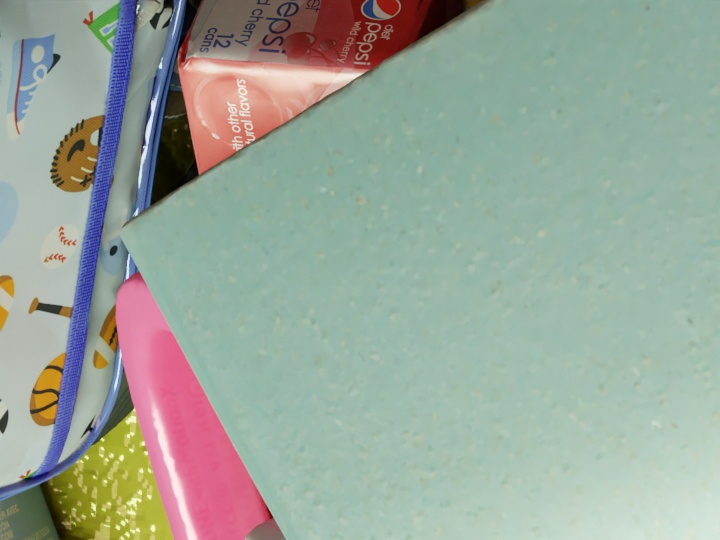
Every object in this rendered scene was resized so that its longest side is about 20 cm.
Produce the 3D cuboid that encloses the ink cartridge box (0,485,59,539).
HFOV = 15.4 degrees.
[{"bbox_3d":[-0.177,0.115,0.943,0.136,0.076,0.201,-19,93,21],"label":"ink cartridge box"}]

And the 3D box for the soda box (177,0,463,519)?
[{"bbox_3d":[0.000,0.000,0.792,0.070,0.064,0.201,5,132,16],"label":"soda box"}]

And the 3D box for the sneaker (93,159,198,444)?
[{"bbox_3d":[-0.037,0.000,0.873,0.079,0.075,0.200,40,118,-4],"label":"sneaker"}]

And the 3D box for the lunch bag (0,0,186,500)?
[{"bbox_3d":[-0.122,-0.020,0.776,0.075,0.160,0.201,31,122,32],"label":"lunch bag"}]

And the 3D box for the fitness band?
[{"bbox_3d":[-0.024,0.091,0.760,0.037,0.144,0.201,-20,116,-15],"label":"fitness band"}]

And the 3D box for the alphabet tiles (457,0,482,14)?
[{"bbox_3d":[0.056,-0.084,0.745,0.200,0.006,0.166,35,135,-14],"label":"alphabet tiles"}]

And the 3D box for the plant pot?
[{"bbox_3d":[0.101,0.033,0.624,0.196,0.195,0.201,-29,78,37],"label":"plant pot"}]

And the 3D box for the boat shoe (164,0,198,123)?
[{"bbox_3d":[-0.135,-0.086,0.904,0.199,0.072,0.073,27,112,25],"label":"boat shoe"}]
